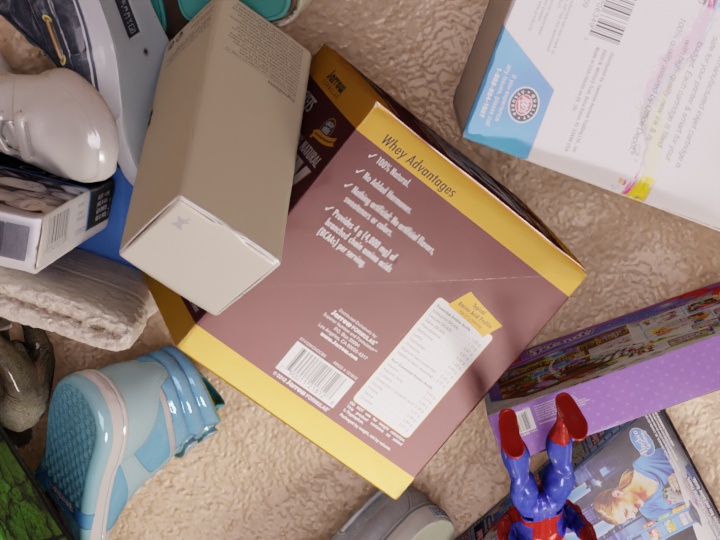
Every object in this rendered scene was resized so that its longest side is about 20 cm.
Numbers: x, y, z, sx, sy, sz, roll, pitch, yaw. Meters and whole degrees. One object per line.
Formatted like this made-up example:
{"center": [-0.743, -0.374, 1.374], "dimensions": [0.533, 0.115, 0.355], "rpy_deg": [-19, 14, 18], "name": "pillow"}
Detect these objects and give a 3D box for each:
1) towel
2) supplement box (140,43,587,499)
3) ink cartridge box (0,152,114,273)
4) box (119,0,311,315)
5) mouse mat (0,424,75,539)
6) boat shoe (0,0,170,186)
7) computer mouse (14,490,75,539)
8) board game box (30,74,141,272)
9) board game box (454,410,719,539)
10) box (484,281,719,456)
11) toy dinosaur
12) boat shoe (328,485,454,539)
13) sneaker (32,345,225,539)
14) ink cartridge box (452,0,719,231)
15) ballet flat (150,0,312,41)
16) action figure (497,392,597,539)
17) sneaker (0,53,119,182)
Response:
{"center": [-0.232, 0.001, 1.492], "dimensions": [0.199, 0.133, 0.035], "rpy_deg": [19, 104, 0], "name": "towel"}
{"center": [0.000, 0.000, 1.494], "dimensions": [0.197, 0.133, 0.200], "rpy_deg": [37, 98, -25], "name": "supplement box"}
{"center": [-0.275, -0.051, 1.447], "dimensions": [0.199, 0.198, 0.044], "rpy_deg": [11, 101, 4], "name": "ink cartridge box"}
{"center": [-0.087, -0.076, 1.411], "dimensions": [0.082, 0.200, 0.068], "rpy_deg": [34, 129, -23], "name": "box"}
{"center": [-0.267, 0.154, 1.536], "dimensions": [0.200, 0.008, 0.161], "rpy_deg": [55, 136, 17], "name": "mouse mat"}
{"center": [-0.180, -0.148, 1.488], "dimensions": [0.091, 0.071, 0.201], "rpy_deg": [-1, 112, 35], "name": "boat shoe"}
{"center": [-0.222, 0.228, 1.572], "dimensions": [0.053, 0.200, 0.139], "rpy_deg": [-20, 79, -37], "name": "computer mouse"}
{"center": [-0.160, -0.057, 1.558], "dimensions": [0.199, 0.039, 0.159], "rpy_deg": [4, 107, 4], "name": "board game box"}
{"center": [0.164, 0.212, 1.609], "dimensions": [0.199, 0.062, 0.200], "rpy_deg": [-27, 102, 7], "name": "board game box"}
{"center": [0.181, 0.065, 1.536], "dimensions": [0.199, 0.137, 0.039], "rpy_deg": [-20, 101, 4], "name": "box"}
{"center": [-0.234, 0.070, 1.539], "dimensions": [0.077, 0.200, 0.103], "rpy_deg": [-6, 80, -25], "name": "toy dinosaur"}
{"center": [-0.021, 0.232, 1.606], "dimensions": [0.201, 0.072, 0.070], "rpy_deg": [-46, 141, 0], "name": "boat shoe"}
{"center": [-0.158, 0.134, 1.583], "dimensions": [0.080, 0.130, 0.200], "rpy_deg": [48, 138, 24], "name": "sneaker"}
{"center": [0.180, -0.132, 1.486], "dimensions": [0.199, 0.146, 0.147], "rpy_deg": [20, 101, -5], "name": "ink cartridge box"}
{"center": [-0.117, -0.187, 1.512], "dimensions": [0.199, 0.062, 0.068], "rpy_deg": [4, 113, 22], "name": "ballet flat"}
{"center": [0.124, 0.169, 1.473], "dimensions": [0.065, 0.200, 0.099], "rpy_deg": [-14, 62, -4], "name": "action figure"}
{"center": [-0.240, -0.096, 1.461], "dimensions": [0.088, 0.200, 0.075], "rpy_deg": [-24, 126, -39], "name": "sneaker"}
